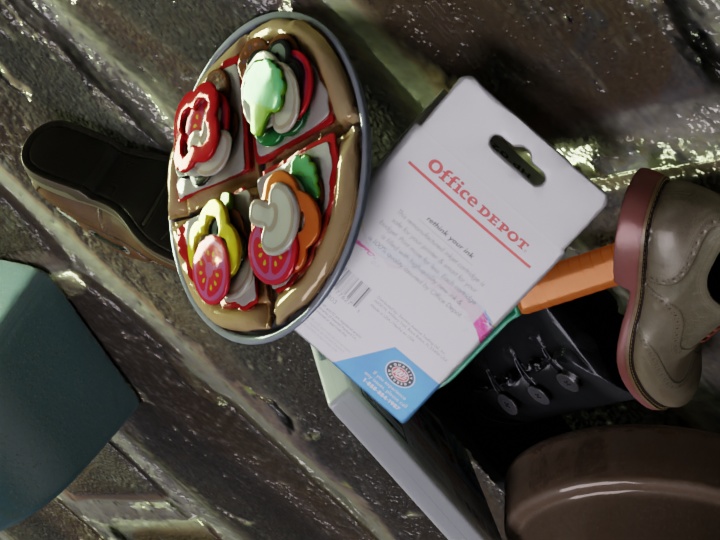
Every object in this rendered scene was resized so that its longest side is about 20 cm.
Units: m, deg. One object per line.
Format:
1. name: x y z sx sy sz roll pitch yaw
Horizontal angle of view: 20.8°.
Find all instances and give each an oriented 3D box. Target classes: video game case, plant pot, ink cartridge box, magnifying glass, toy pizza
1. video game case: 0.026 0.101 1.353 0.200 0.024 0.182 50 -170 -30
2. plant pot: 0.189 0.221 1.304 0.198 0.176 0.201 5 149 3
3. ink cartridge box: 0.050 -0.021 1.167 0.115 0.068 0.200 40 118 -3
4. magnifying glass: 0.079 0.023 1.226 0.199 0.022 0.080 -19 104 20
5. plant pot: -0.354 0.121 1.740 0.195 0.201 0.196 11 147 36
6. toy pizza: -0.065 -0.057 1.179 0.032 0.202 0.199 8 171 -39

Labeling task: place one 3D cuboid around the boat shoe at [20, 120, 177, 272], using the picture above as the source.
1. boat shoe: -0.152 -0.043 1.416 0.199 0.072 0.068 31 158 23

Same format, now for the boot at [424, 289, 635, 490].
1. boot: 0.141 0.087 1.329 0.164 0.066 0.200 37 148 -13

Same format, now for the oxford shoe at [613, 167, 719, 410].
1. oxford shoe: 0.194 0.024 1.159 0.074 0.071 0.201 13 149 22
